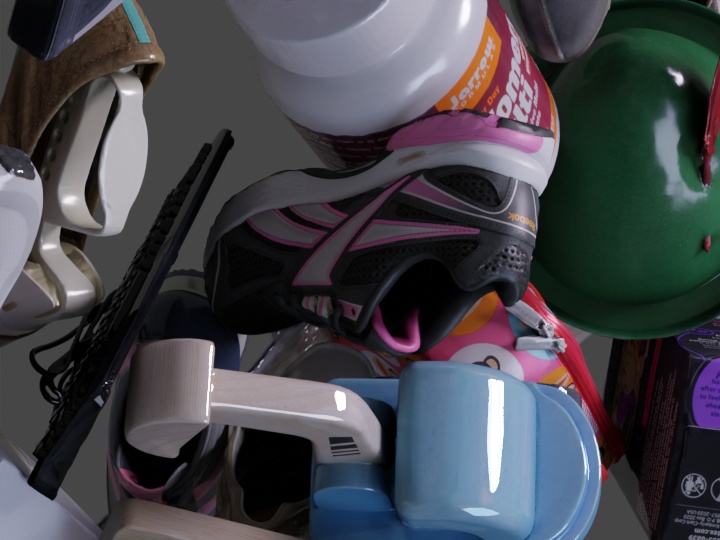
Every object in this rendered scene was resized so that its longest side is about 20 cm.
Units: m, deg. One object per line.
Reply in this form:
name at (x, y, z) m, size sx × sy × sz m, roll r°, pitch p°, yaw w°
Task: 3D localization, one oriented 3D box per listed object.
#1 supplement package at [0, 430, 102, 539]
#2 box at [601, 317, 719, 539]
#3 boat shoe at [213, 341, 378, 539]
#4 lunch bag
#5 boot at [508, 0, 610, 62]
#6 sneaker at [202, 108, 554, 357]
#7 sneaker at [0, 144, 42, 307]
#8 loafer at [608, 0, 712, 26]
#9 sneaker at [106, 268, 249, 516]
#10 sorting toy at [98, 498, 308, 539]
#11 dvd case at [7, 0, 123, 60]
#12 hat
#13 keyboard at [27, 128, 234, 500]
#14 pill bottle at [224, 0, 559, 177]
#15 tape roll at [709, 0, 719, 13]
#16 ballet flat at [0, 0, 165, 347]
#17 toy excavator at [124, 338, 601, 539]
supplement package at (-0.202, 0.140, 1.089) m, size 0.156 × 0.111 × 0.200 m, roll -44°, pitch 150°, yaw -6°
box at (0.205, 0.079, 1.311) m, size 0.200 × 0.121 × 0.107 m, roll -103°, pitch -159°, yaw -77°
boat shoe at (-0.026, 0.090, 1.178) m, size 0.200 × 0.074 × 0.069 m, roll -72°, pitch 173°, yaw -55°
lunch bag at (0.061, 0.051, 1.261) m, size 0.082 × 0.176 × 0.200 m, roll -44°, pitch 150°, yaw -7°
boot at (0.084, -0.201, 1.099) m, size 0.200 × 0.072 × 0.183 m, roll 21°, pitch 78°, yaw -70°
sneaker at (0.000, 0.000, 1.073) m, size 0.080 × 0.087 × 0.200 m, roll 19°, pitch 151°, yaw -33°
sneaker at (-0.171, 0.043, 0.908) m, size 0.075 × 0.087 × 0.200 m, roll 14°, pitch 121°, yaw -45°
loafer at (0.157, -0.139, 1.282) m, size 0.072 × 0.063 × 0.201 m, roll -28°, pitch 144°, yaw -34°
sneaker at (-0.100, 0.098, 1.191) m, size 0.082 × 0.070 × 0.201 m, roll -64°, pitch 164°, yaw -52°
sorting toy at (-0.045, 0.215, 1.082) m, size 0.199 × 0.070 × 0.199 m, roll 16°, pitch 124°, yaw -17°
dvd case at (-0.051, -0.181, 0.916) m, size 0.200 × 0.025 × 0.151 m, roll -48°, pitch 169°, yaw -41°
hat at (0.129, -0.074, 1.160) m, size 0.176 × 0.165 × 0.201 m, roll 30°, pitch 70°, yaw -78°
keyboard at (-0.112, 0.018, 1.060) m, size 0.104 × 0.039 × 0.200 m, roll -60°, pitch -175°, yaw 37°
pill bottle at (0.014, -0.096, 1.100) m, size 0.110 × 0.110 × 0.200 m, roll -46°, pitch 150°, yaw -3°
tape roll at (0.280, -0.090, 1.352) m, size 0.202 × 0.203 × 0.140 m, roll -29°, pitch 149°, yaw -29°
ballet flat at (-0.128, -0.027, 1.031) m, size 0.068 × 0.072 × 0.201 m, roll -6°, pitch 130°, yaw -48°
toy excavator at (0.007, 0.075, 1.058) m, size 0.200 × 0.193 × 0.100 m, roll 77°, pitch 15°, yaw -68°
